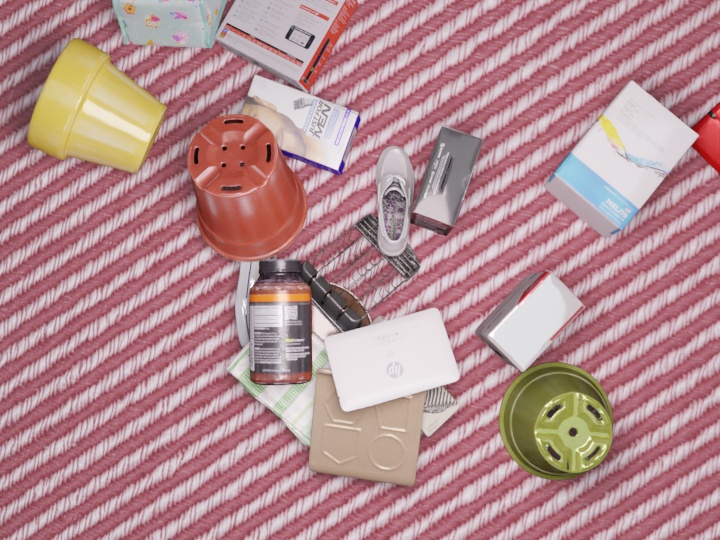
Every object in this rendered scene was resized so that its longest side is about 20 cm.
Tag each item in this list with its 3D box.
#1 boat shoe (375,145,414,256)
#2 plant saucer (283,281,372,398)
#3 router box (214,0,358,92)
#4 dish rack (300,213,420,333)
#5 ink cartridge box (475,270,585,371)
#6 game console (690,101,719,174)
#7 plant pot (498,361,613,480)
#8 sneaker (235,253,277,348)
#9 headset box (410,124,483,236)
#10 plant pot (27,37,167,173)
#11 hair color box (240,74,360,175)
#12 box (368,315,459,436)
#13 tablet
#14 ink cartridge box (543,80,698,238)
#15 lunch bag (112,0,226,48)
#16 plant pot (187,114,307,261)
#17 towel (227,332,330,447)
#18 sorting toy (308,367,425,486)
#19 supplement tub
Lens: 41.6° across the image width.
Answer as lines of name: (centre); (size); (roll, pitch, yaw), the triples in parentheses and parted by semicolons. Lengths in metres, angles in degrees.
boat shoe: (0.057, -0.128, 1.627); (0.071, 0.069, 0.203); (9, 71, -1)
plant saucer: (-0.074, 0.120, 1.648); (0.197, 0.037, 0.204); (0, 89, -1)
router box: (-0.130, -0.435, 1.652); (0.199, 0.049, 0.181); (31, 89, 23)
dish rack: (0.000, 0.000, 1.629); (0.154, 0.055, 0.200); (46, 60, 8)
ink cartridge box: (0.273, 0.081, 1.556); (0.084, 0.200, 0.144); (44, 90, 1)
game console: (0.698, -0.230, 1.640); (0.200, 0.119, 0.173); (46, 121, 5)
plant pot: (0.333, 0.256, 1.547); (0.197, 0.190, 0.204); (0, 88, 4)
sneaker: (-0.175, 0.035, 1.646); (0.070, 0.073, 0.203); (3, 86, 8)
headset box: (0.141, -0.146, 1.575); (0.076, 0.200, 0.151); (19, 89, 4)
plant pot: (-0.443, -0.267, 1.629); (0.187, 0.201, 0.203); (24, 88, -12)
hair color box: (-0.109, -0.255, 1.665); (0.197, 0.065, 0.111); (20, 88, 6)
box: (0.073, 0.178, 1.607); (0.082, 0.068, 0.200); (-43, 98, -3)
tablet: (0.050, 0.143, 1.533); (0.197, 0.014, 0.132); (-15, 66, -4)
ink cartridge box: (0.432, -0.183, 1.587); (0.146, 0.147, 0.201); (40, 90, 5)
lunch bag: (-0.324, -0.489, 1.658); (0.167, 0.123, 0.202); (3, 50, 5)
plant pot: (-0.195, -0.145, 1.570); (0.197, 0.196, 0.204); (-1, 69, 3)
towel: (-0.111, 0.180, 1.616); (0.200, 0.023, 0.153); (41, 87, 0)
sorting toy: (0.010, 0.259, 1.579); (0.182, 0.037, 0.203); (7, 111, 6)
supplement tub: (-0.131, 0.083, 1.555); (0.105, 0.107, 0.203); (0, 88, 3)
